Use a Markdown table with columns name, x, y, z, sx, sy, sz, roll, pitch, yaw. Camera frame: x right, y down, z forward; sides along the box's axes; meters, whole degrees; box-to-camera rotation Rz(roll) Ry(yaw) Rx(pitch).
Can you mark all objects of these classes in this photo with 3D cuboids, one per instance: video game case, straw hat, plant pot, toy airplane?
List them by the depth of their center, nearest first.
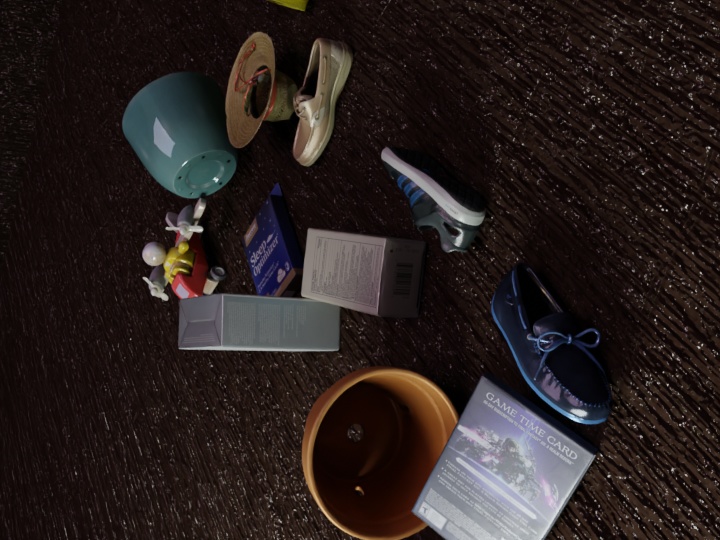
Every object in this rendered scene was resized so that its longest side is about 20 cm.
| name | x | y | z | sx | sy | sz | roll | pitch | yaw |
| --- | --- | --- | --- | --- | --- | --- | --- | --- | --- |
| video game case | 0.151 | 0.231 | 0.947 | 0.142 | 0.019 | 0.202 | 34 | 116 | 22 |
| plant pot | 0.012 | 0.212 | 1.074 | 0.140 | 0.197 | 0.204 | -174 | 89 | -72 |
| straw hat | -0.150 | -0.293 | 1.448 | 0.200 | 0.084 | 0.204 | -24 | 61 | 53 |
| plant pot | -0.315 | -0.233 | 1.597 | 0.201 | 0.199 | 0.162 | -52 | 57 | 38 |
| toy airplane | -0.350 | -0.040 | 1.661 | 0.198 | 0.139 | 0.203 | 8 | 93 | 56 |

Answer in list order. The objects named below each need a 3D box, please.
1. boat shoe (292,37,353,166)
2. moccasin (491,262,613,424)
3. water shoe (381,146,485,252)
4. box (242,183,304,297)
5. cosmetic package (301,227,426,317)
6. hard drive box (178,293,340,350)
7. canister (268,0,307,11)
| name | x | y | z | sx | sy | sz | roll | pitch | yaw |
| --- | --- | --- | --- | --- | --- | --- | --- | --- | --- |
| boat shoe | -0.075 | -0.262 | 1.351 | 0.071 | 0.064 | 0.202 | 43 | 121 | 49 |
| moccasin | 0.193 | 0.069 | 0.901 | 0.201 | 0.079 | 0.069 | 55 | 141 | 42 |
| water shoe | 0.077 | -0.092 | 1.101 | 0.200 | 0.071 | 0.080 | 47 | 126 | 48 |
| box | -0.151 | -0.037 | 1.466 | 0.121 | 0.032 | 0.202 | -52 | 46 | 40 |
| cosmetic package | 0.000 | 0.000 | 1.203 | 0.199 | 0.070 | 0.107 | 13 | 98 | 55 |
| hard drive box | -0.153 | 0.081 | 1.305 | 0.155 | 0.198 | 0.078 | -7 | 79 | 54 |
| canister | -0.132 | -0.540 | 1.399 | 0.086 | 0.147 | 0.203 | 32 | 110 | 52 |
